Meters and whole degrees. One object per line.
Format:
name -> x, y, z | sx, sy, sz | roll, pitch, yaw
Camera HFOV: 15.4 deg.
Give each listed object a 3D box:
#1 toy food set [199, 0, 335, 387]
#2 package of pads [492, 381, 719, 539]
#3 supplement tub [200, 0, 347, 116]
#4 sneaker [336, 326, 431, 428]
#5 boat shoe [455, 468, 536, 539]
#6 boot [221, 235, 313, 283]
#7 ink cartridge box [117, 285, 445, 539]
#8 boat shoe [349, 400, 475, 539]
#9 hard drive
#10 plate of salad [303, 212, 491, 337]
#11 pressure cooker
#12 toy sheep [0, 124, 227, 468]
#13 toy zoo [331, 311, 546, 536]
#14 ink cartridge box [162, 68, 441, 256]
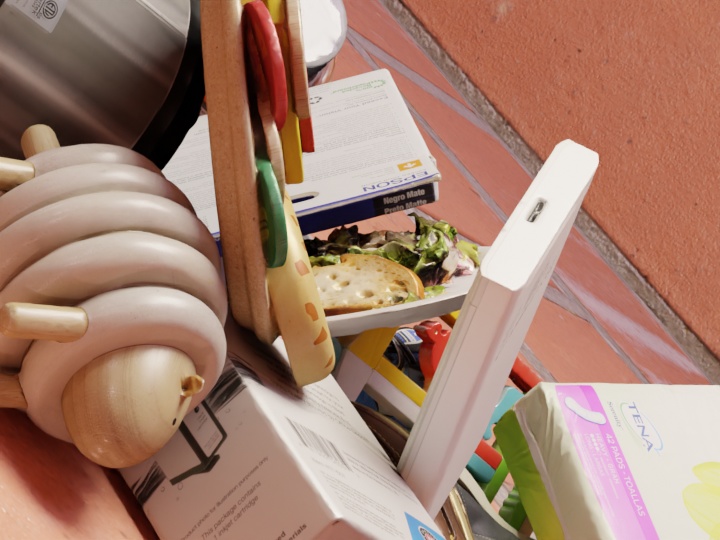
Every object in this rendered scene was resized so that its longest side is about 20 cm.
toy food set -> -0.046, -0.061, 1.282 | 0.201, 0.048, 0.199 | -95, 180, -48
package of pads -> 0.182, 0.158, 1.562 | 0.154, 0.068, 0.201 | 3, 52, -34
supplement tub -> -0.084, -0.130, 1.720 | 0.107, 0.107, 0.200 | 44, -33, -10
sneaker -> -0.006, 0.058, 1.624 | 0.200, 0.089, 0.079 | 36, 13, -47
boat shoe -> 0.072, 0.184, 1.557 | 0.200, 0.072, 0.068 | 44, 34, -34
boot -> -0.036, 0.025, 1.743 | 0.200, 0.074, 0.096 | 48, -3, -3
ink cartridge box -> -0.046, 0.100, 1.299 | 0.146, 0.084, 0.200 | 35, 13, -49
boat shoe -> 0.020, 0.143, 1.443 | 0.200, 0.072, 0.068 | 54, 11, 29
hard drive -> 0.062, 0.044, 1.371 | 0.026, 0.201, 0.132 | 27, 40, 7
plate of salad -> 0.000, 0.000, 1.487 | 0.200, 0.198, 0.048 | -62, 142, -80
pressure cooker -> -0.172, -0.112, 1.361 | 0.200, 0.176, 0.179 | 36, 16, -41
toy sheep -> -0.128, 0.006, 1.220 | 0.138, 0.137, 0.201 | 34, 30, -50
toy zoo -> 0.042, 0.091, 1.592 | 0.200, 0.132, 0.020 | 41, -17, -29
ink cartridge box -> -0.058, -0.048, 1.562 | 0.200, 0.198, 0.041 | -111, -173, -66
